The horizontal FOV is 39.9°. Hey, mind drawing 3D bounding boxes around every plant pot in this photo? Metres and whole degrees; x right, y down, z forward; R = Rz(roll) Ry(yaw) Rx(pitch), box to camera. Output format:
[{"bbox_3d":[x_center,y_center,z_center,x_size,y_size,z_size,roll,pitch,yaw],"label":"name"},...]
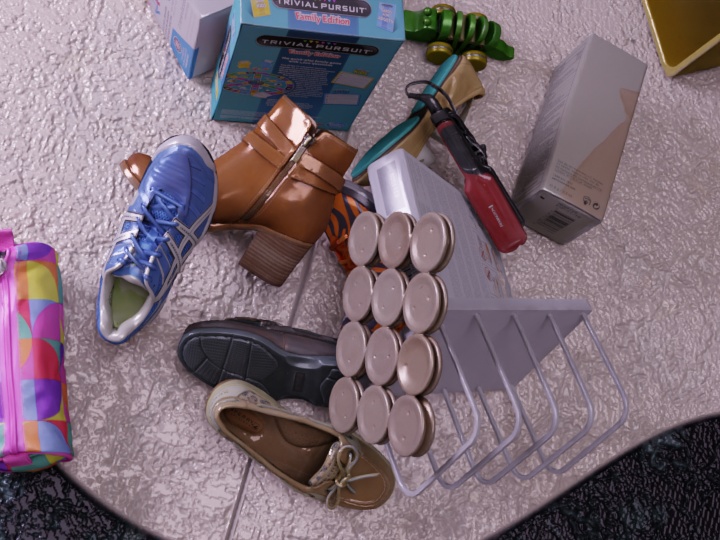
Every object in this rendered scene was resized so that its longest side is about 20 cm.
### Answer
[{"bbox_3d":[0.464,-0.364,1.165,0.196,0.194,0.199,-9,77,-25],"label":"plant pot"}]

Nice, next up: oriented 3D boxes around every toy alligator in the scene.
[{"bbox_3d":[0.086,-0.267,1.091,0.196,0.054,0.061,10,72,-14],"label":"toy alligator"}]

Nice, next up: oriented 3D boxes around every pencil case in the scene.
[{"bbox_3d":[-0.298,0.073,0.868,0.087,0.088,0.204,-6,78,-18],"label":"pencil case"}]

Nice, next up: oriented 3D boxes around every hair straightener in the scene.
[{"bbox_3d":[0.108,-0.114,1.026,0.041,0.077,0.201,-33,107,20],"label":"hair straightener"}]

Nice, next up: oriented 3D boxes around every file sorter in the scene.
[{"bbox_3d":[0.124,0.116,0.905,0.197,0.139,0.126,1,53,-35],"label":"file sorter"}]

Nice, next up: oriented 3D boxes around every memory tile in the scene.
[{"bbox_3d":[0.026,0.050,0.860,0.017,0.152,0.205,9,87,-32],"label":"memory tile"}]

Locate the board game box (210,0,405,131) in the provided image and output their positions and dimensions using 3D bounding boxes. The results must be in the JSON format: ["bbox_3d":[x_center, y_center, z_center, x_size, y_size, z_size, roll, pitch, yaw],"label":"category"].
[{"bbox_3d":[-0.057,-0.200,0.952,0.148,0.200,0.048,2,73,-16],"label":"board game box"}]

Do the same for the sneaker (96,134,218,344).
[{"bbox_3d":[-0.180,-0.022,0.879,0.074,0.077,0.203,21,108,-8],"label":"sneaker"}]

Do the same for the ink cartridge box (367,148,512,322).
[{"bbox_3d":[0.087,-0.008,0.972,0.199,0.047,0.163,29,43,-54],"label":"ink cartridge box"}]

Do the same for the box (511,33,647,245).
[{"bbox_3d":[0.236,-0.143,1.081,0.077,0.095,0.203,25,71,-9],"label":"box"}]

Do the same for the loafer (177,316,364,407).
[{"bbox_3d":[-0.077,0.084,0.950,0.196,0.073,0.063,15,30,-13],"label":"loafer"}]

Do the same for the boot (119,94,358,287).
[{"bbox_3d":[-0.113,-0.098,0.936,0.198,0.077,0.157,32,99,0],"label":"boot"}]

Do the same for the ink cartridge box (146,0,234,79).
[{"bbox_3d":[-0.161,-0.326,0.996,0.124,0.129,0.202,-27,83,-21],"label":"ink cartridge box"}]

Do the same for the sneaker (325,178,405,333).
[{"bbox_3d":[0.000,0.000,0.979,0.199,0.078,0.113,41,67,-2],"label":"sneaker"}]

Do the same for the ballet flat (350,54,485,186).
[{"bbox_3d":[0.069,-0.146,1.049,0.063,0.068,0.201,45,68,-15],"label":"ballet flat"}]

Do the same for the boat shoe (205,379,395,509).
[{"bbox_3d":[-0.053,0.169,0.910,0.197,0.063,0.074,27,90,-13],"label":"boat shoe"}]
